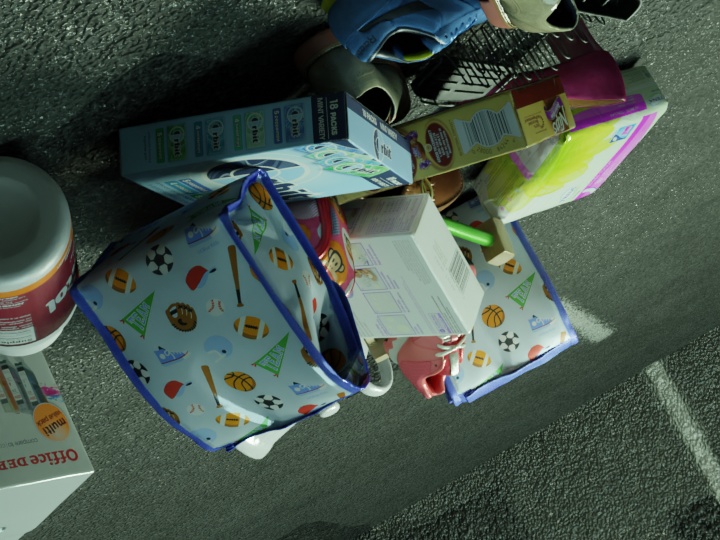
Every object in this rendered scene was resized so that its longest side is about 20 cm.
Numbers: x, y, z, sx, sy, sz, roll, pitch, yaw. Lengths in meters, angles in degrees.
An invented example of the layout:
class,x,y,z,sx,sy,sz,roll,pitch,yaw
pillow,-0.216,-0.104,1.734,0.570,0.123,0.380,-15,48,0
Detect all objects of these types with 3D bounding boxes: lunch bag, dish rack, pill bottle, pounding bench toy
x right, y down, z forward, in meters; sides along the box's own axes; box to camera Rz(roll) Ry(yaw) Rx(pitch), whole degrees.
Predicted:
class,x,y,z,sx,sy,sz,roll,pitch,yaw
lunch bag,-0.107,0.043,1.354,0.170,0.200,0.124,-25,-164,27
lunch bag,-0.107,-0.015,1.506,0.199,0.176,0.082,-23,128,11
lunch bag,0.136,0.036,1.907,0.170,0.200,0.124,-28,162,-1
dish rack,0.145,-0.207,1.494,0.200,0.055,0.153,-42,157,30
pill bottle,-0.287,-0.003,1.337,0.113,0.113,0.200,-23,163,-15
pounding bench toy,0.062,-0.022,1.761,0.200,0.124,0.156,-28,155,0

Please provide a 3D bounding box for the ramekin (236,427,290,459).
class,x,y,z,sx,sy,sz,roll,pitch,yaw
ramekin,-0.127,0.088,1.702,0.098,0.201,0.200,-37,162,6

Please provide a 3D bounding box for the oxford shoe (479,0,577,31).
class,x,y,z,sx,sy,sz,roll,pitch,yaw
oxford shoe,0.125,-0.242,1.281,0.200,0.075,0.071,29,80,-67

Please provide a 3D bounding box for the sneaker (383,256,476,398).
class,x,y,z,sx,sy,sz,roll,pitch,yaw
sneaker,0.088,0.061,1.692,0.074,0.087,0.200,-17,152,-24

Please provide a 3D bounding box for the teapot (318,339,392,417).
class,x,y,z,sx,sy,sz,roll,pitch,yaw
teapot,-0.062,0.103,1.914,0.199,0.146,0.197,-26,163,-10

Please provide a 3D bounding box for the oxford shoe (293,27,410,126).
class,x,y,z,sx,sy,sz,roll,pitch,yaw
oxford shoe,0.003,-0.147,1.426,0.070,0.075,0.200,-36,162,15

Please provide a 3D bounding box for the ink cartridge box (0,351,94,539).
class,x,y,z,sx,sy,sz,roll,pitch,yaw
ink cartridge box,-0.364,0.140,1.475,0.145,0.200,0.145,-40,159,33

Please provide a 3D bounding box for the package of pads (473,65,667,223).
class,x,y,z,sx,sy,sz,roll,pitch,yaw
package of pads,0.225,-0.134,1.806,0.154,0.068,0.200,-19,160,-28

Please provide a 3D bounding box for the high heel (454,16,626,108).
class,x,y,z,sx,sy,sz,roll,pitch,yaw
high heel,0.163,-0.155,1.607,0.200,0.096,0.067,-38,160,29

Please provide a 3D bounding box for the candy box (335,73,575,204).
class,x,y,z,sx,sy,sz,roll,pitch,yaw
candy box,0.079,-0.118,1.483,0.199,0.057,0.117,-17,-176,31

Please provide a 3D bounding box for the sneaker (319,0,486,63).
class,x,y,z,sx,sy,sz,roll,pitch,yaw
sneaker,0.056,-0.202,1.350,0.200,0.079,0.066,-13,155,-43

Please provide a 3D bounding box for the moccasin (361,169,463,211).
class,x,y,z,sx,sy,sz,roll,pitch,yaw
moccasin,0.030,-0.090,1.646,0.201,0.074,0.078,2,156,-40

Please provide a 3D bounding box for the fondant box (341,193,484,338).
class,x,y,z,sx,sy,sz,roll,pitch,yaw
fondant box,0.000,0.000,1.589,0.199,0.058,0.144,-4,136,30

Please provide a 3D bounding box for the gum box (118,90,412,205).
class,x,y,z,sx,sy,sz,roll,pitch,yaw
gum box,-0.076,-0.095,1.382,0.199,0.045,0.170,-8,168,18
